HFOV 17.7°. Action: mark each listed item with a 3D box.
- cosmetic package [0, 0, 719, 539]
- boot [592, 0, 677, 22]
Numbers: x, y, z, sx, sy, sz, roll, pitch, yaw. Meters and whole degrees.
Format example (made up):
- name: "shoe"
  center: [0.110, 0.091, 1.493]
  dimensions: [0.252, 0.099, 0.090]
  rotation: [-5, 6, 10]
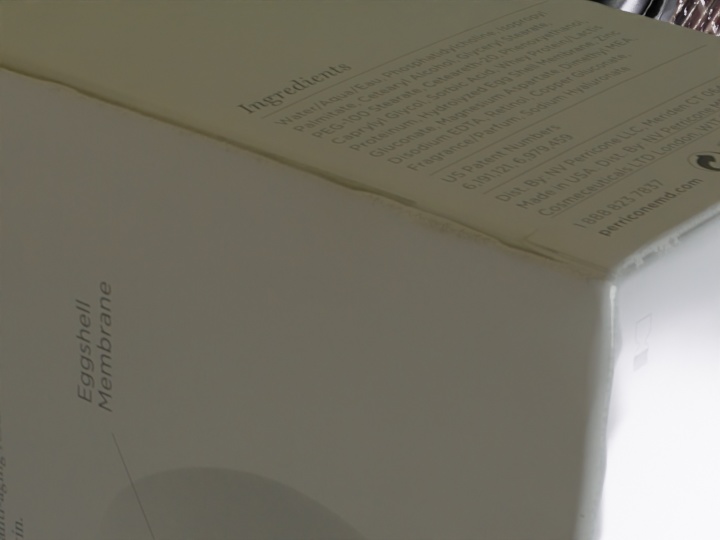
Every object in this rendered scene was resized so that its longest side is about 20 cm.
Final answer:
- name: "cosmetic package"
  center: [-0.003, 0.042, 0.507]
  dimensions: [0.123, 0.200, 0.199]
  rotation: [-28, 129, -46]
- name: "boot"
  center: [0.061, -0.175, 0.821]
  dimensions: [0.158, 0.079, 0.211]
  rotation: [-2, 101, -60]
